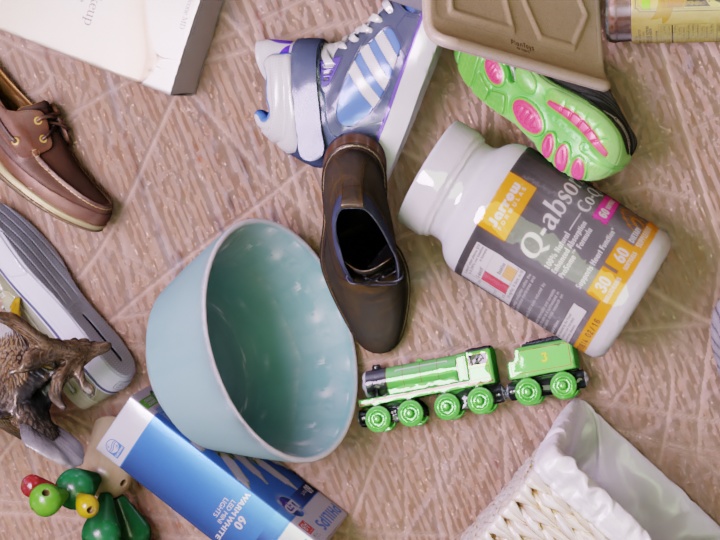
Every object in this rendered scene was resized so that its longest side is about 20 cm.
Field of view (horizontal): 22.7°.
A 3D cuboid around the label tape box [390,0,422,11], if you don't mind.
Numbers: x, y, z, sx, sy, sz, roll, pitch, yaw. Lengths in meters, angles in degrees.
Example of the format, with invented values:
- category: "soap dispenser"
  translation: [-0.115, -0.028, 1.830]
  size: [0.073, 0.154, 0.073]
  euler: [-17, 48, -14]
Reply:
- category: "label tape box"
  translation: [0.049, -0.279, 1.402]
  size: [0.198, 0.064, 0.145]
  euler: [19, 58, 11]

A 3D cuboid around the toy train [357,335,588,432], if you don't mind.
- category: "toy train"
  translation: [0.090, 0.093, 1.490]
  size: [0.198, 0.042, 0.057]
  euler: [-11, 84, 13]

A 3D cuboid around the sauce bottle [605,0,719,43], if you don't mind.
- category: "sauce bottle"
  translation: [0.292, -0.212, 1.403]
  size: [0.197, 0.065, 0.066]
  euler: [-1, 96, 10]

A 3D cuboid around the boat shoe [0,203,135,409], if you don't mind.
- category: "boat shoe"
  translation: [-0.276, 0.032, 1.542]
  size: [0.062, 0.072, 0.201]
  euler: [-38, 89, 18]

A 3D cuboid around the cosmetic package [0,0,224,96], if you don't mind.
- category: "cosmetic package"
  translation: [-0.222, -0.227, 1.502]
  size: [0.198, 0.073, 0.105]
  euler: [20, 99, 10]

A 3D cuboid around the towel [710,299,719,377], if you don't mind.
- category: "towel"
  translation: [0.333, 0.114, 1.379]
  size: [0.085, 0.166, 0.202]
  euler: [-15, 93, 7]

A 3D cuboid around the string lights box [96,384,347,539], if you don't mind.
- category: "string lights box"
  translation: [-0.115, 0.179, 1.507]
  size: [0.199, 0.103, 0.059]
  euler: [37, 103, 5]

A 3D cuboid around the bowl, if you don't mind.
- category: "bowl"
  translation: [-0.101, 0.067, 1.462]
  size: [0.104, 0.200, 0.203]
  euler: [-17, 93, 32]

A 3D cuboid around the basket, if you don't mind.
- category: "basket"
  translation: [0.181, 0.234, 1.406]
  size: [0.200, 0.198, 0.161]
  euler: [43, 104, 4]

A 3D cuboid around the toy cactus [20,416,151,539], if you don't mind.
- category: "toy cactus"
  translation: [-0.222, 0.208, 1.524]
  size: [0.101, 0.200, 0.167]
  euler: [-21, 50, 28]

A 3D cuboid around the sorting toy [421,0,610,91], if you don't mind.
- category: "sorting toy"
  translation: [0.111, -0.241, 1.367]
  size: [0.036, 0.184, 0.202]
  euler: [-24, 64, 47]

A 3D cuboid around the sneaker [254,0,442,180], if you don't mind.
- category: "sneaker"
  translation: [-0.013, -0.181, 1.458]
  size: [0.145, 0.081, 0.202]
  euler: [22, 105, 4]

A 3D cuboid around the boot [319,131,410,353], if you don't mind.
- category: "boot"
  translation: [0.000, 0.000, 1.439]
  size: [0.074, 0.097, 0.202]
  euler: [-7, 120, 6]

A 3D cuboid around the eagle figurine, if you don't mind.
- category: "eagle figurine"
  translation: [-0.304, 0.094, 1.485]
  size: [0.199, 0.151, 0.152]
  euler: [-22, 113, 31]

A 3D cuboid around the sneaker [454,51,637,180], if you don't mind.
- category: "sneaker"
  translation: [0.146, -0.150, 1.438]
  size: [0.077, 0.083, 0.201]
  euler: [-47, 69, 30]

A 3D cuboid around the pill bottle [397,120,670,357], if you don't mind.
- category: "pill bottle"
  translation: [0.137, -0.028, 1.427]
  size: [0.199, 0.116, 0.117]
  euler: [32, 101, 6]

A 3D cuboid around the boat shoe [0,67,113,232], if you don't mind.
- category: "boat shoe"
  translation: [-0.284, -0.113, 1.526]
  size: [0.200, 0.072, 0.068]
  euler: [42, 104, 7]
